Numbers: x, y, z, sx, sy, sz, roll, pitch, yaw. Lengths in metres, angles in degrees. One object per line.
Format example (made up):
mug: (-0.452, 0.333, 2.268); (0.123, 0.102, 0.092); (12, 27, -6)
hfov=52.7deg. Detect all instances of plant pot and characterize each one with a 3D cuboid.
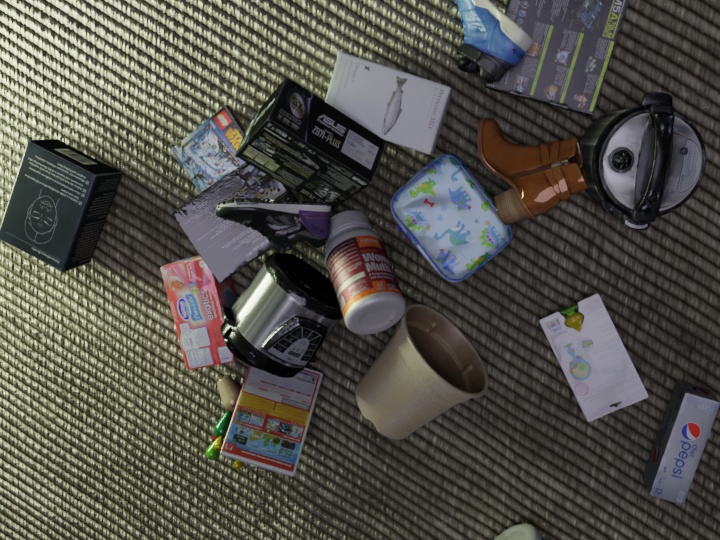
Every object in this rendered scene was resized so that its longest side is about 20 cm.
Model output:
plant pot: (0.095, 0.195, 1.301); (0.200, 0.201, 0.184); (43, 116, -1)

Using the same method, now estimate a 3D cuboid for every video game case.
video game case: (-0.163, 0.265, 1.357); (0.141, 0.017, 0.202); (17, 62, -3)

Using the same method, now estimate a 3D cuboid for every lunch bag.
lunch bag: (0.156, -0.092, 1.279); (0.160, 0.082, 0.201); (-40, 92, 13)

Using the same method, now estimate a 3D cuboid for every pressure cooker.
pressure cooker: (0.443, -0.170, 1.154); (0.178, 0.200, 0.177); (-36, 95, 9)
pressure cooker: (-0.142, 0.093, 1.310); (0.175, 0.178, 0.201); (41, 104, 10)

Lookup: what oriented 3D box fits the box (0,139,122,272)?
box: (-0.568, -0.124, 1.378); (0.147, 0.107, 0.202); (26, 103, 3)

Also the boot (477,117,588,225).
boot: (0.282, -0.190, 1.202); (0.154, 0.076, 0.203); (-24, 63, 30)

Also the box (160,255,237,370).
box: (-0.293, 0.074, 1.376); (0.101, 0.095, 0.203); (-12, 98, 11)

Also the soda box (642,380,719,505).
soda box: (0.568, 0.305, 1.293); (0.063, 0.068, 0.203); (15, 102, 7)

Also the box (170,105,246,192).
box: (-0.239, -0.181, 1.348); (0.136, 0.040, 0.201); (-34, 94, 13)

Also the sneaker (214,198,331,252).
sneaker: (-0.149, -0.075, 1.237); (0.197, 0.076, 0.089); (3, 97, -8)

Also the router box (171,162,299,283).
router box: (-0.210, -0.095, 1.290); (0.199, 0.051, 0.150); (-35, 94, -4)

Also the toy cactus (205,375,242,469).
toy cactus: (-0.225, 0.283, 1.418); (0.199, 0.102, 0.166); (-34, 75, 16)

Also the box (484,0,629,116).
box: (0.326, -0.382, 1.217); (0.190, 0.048, 0.203); (15, 102, 5)

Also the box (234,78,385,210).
box: (-0.085, -0.203, 1.218); (0.198, 0.163, 0.087); (29, 65, -19)

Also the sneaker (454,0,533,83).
sneaker: (0.182, -0.394, 1.202); (0.111, 0.076, 0.200); (-48, 67, 19)

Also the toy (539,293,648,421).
toy: (0.415, 0.153, 1.301); (0.114, 0.047, 0.202); (-26, 92, 16)

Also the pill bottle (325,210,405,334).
pill bottle: (0.000, 0.000, 1.263); (0.109, 0.110, 0.202); (-28, 56, 13)

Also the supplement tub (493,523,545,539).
supplement tub: (0.329, 0.591, 1.353); (0.131, 0.132, 0.201); (-37, 93, 13)

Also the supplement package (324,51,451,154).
supplement package: (0.047, -0.283, 1.243); (0.197, 0.117, 0.119); (18, 101, 5)
